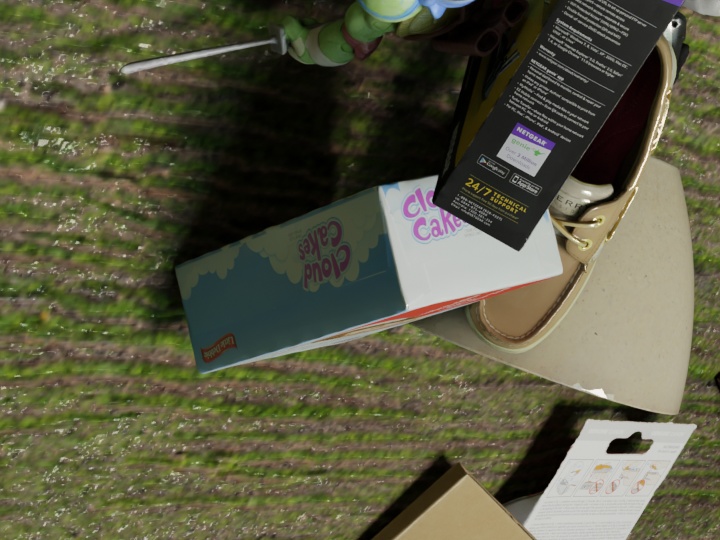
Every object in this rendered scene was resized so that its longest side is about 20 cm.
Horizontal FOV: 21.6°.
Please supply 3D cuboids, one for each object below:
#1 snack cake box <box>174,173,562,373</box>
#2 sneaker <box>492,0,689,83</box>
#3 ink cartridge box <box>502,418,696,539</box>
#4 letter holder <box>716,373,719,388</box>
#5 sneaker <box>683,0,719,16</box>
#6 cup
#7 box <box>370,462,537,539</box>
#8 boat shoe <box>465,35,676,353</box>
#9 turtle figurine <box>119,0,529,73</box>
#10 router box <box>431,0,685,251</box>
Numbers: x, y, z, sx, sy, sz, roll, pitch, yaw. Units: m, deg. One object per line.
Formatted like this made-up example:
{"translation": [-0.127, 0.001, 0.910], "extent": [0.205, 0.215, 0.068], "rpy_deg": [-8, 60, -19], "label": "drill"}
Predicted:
{"translation": [0.000, 0.000, 1.037], "extent": [0.114, 0.068, 0.199], "rpy_deg": [-10, 174, -39], "label": "snack cake box"}
{"translation": [0.146, -0.151, 1.136], "extent": [0.088, 0.074, 0.200], "rpy_deg": [-50, 146, -1], "label": "sneaker"}
{"translation": [0.166, 0.192, 1.520], "extent": [0.160, 0.050, 0.201], "rpy_deg": [7, 116, -48], "label": "ink cartridge box"}
{"translation": [0.406, 0.149, 1.633], "extent": [0.100, 0.142, 0.200], "rpy_deg": [-40, 144, -7], "label": "letter holder"}
{"translation": [0.264, -0.232, 1.168], "extent": [0.200, 0.080, 0.070], "rpy_deg": [-46, 143, -2], "label": "sneaker"}
{"translation": [0.126, -0.013, 1.170], "extent": [0.200, 0.200, 0.144], "rpy_deg": [16, 95, -51], "label": "cup"}
{"translation": [0.043, 0.253, 1.426], "extent": [0.200, 0.021, 0.164], "rpy_deg": [-41, 130, 3], "label": "box"}
{"translation": [0.114, -0.048, 1.044], "extent": [0.066, 0.074, 0.201], "rpy_deg": [-34, 147, -86], "label": "boat shoe"}
{"translation": [0.005, -0.178, 0.959], "extent": [0.194, 0.199, 0.145], "rpy_deg": [-26, 116, -63], "label": "turtle figurine"}
{"translation": [0.104, -0.124, 0.946], "extent": [0.158, 0.052, 0.200], "rpy_deg": [-59, -173, 28], "label": "router box"}
